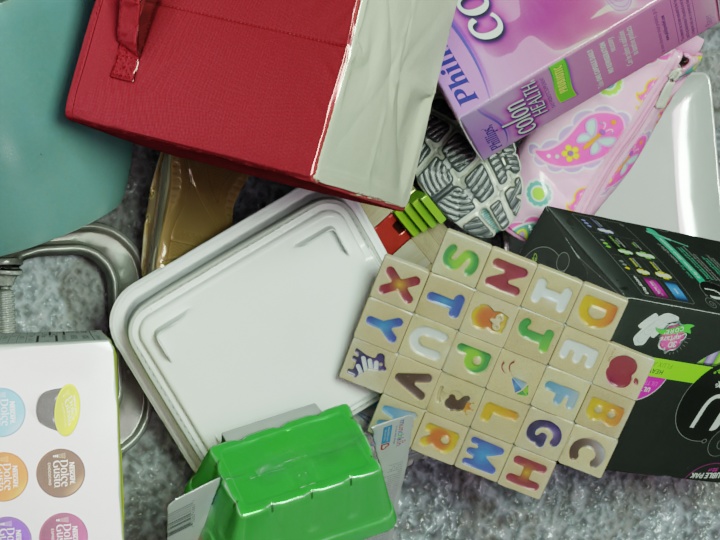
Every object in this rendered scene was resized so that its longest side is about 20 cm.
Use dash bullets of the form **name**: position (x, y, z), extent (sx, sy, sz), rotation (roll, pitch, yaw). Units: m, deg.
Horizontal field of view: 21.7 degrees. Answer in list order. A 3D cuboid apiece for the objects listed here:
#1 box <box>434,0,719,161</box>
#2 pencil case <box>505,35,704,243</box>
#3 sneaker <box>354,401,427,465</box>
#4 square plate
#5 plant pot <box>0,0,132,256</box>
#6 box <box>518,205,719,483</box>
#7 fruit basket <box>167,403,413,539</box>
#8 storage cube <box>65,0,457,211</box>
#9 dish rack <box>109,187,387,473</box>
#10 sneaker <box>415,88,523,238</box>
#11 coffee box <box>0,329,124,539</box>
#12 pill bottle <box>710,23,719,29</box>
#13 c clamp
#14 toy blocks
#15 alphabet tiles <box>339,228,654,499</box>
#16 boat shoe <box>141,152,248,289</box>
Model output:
- **box**: position (0.122, -0.211, 1.322), extent (0.199, 0.097, 0.177), rotation (-30, 70, 6)
- **pencil case**: position (0.175, -0.106, 1.406), extent (0.087, 0.088, 0.201), rotation (28, 106, -15)
- **sneaker**: position (0.029, 0.123, 1.420), extent (0.199, 0.075, 0.087), rotation (9, 90, -10)
- **square plate**: position (0.197, -0.056, 1.507), extent (0.199, 0.028, 0.200), rotation (-4, 87, -20)
- **plant pot**: position (-0.244, -0.102, 1.274), extent (0.200, 0.200, 0.162), rotation (-24, 106, -19)
- **box**: position (0.206, 0.057, 1.399), extent (0.199, 0.124, 0.149), rotation (9, 119, -34)
- **fruit basket**: position (-0.056, 0.181, 1.335), extent (0.184, 0.200, 0.094), rotation (-17, 61, -18)
- **storage cube**: position (-0.055, -0.148, 1.221), extent (0.179, 0.200, 0.172), rotation (15, 91, 22)
- **dish rack**: position (-0.058, 0.050, 1.330), extent (0.199, 0.044, 0.172), rotation (-31, 109, -5)
- **sneaker**: position (0.054, -0.110, 1.409), extent (0.077, 0.080, 0.200), rotation (-35, 77, -2)
- **coffee box**: position (-0.254, 0.144, 1.228), extent (0.196, 0.200, 0.201), rotation (-2, 90, -10)
- **pill bottle**: position (0.198, -0.228, 1.470), extent (0.199, 0.120, 0.121), rotation (-6, 88, -19)
- **c clamp**: position (-0.229, 0.062, 1.350), extent (0.170, 0.027, 0.202), rotation (4, 86, -19)
- **toy blocks**: position (0.000, 0.000, 1.407), extent (0.137, 0.100, 0.200), rotation (-42, 107, -5)
- **alphabet tiles**: position (0.093, 0.067, 1.303), extent (0.199, 0.006, 0.167), rotation (21, 113, -1)
- **boat shoe**: position (-0.121, -0.068, 1.373), extent (0.073, 0.069, 0.201), rotation (21, 77, -26)
